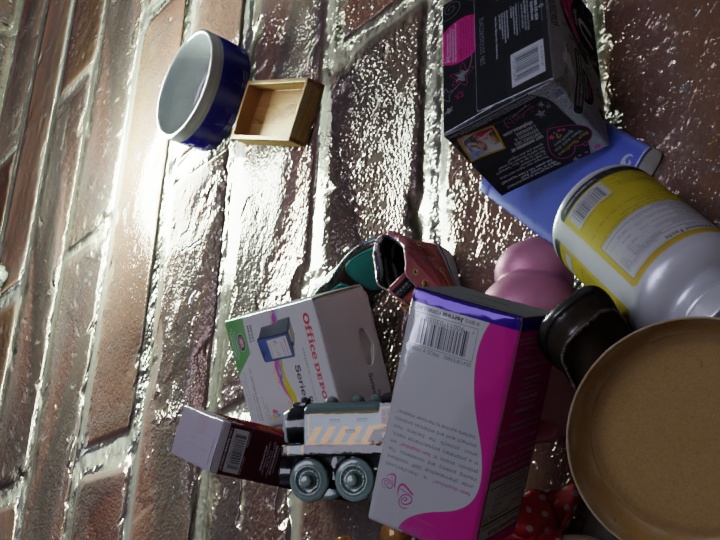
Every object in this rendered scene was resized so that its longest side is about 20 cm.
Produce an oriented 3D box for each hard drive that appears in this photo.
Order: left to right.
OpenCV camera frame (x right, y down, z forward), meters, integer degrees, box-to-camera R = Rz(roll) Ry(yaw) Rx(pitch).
[{"bbox_3d":[0.209,-0.101,1.091,0.133,0.025,0.200,-62,34,13],"label":"hard drive"}]

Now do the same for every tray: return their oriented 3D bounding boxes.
[{"bbox_3d":[-0.132,-0.246,1.648,0.200,0.037,0.099,13,85,56],"label":"tray"}]

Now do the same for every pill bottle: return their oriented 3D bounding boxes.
[{"bbox_3d":[0.257,0.000,0.896,0.112,0.112,0.200,-59,35,18],"label":"pill bottle"}]

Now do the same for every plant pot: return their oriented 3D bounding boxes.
[{"bbox_3d":[0.258,0.129,0.804,0.201,0.199,0.027,-58,-7,20],"label":"plant pot"}]

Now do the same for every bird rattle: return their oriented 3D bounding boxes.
[{"bbox_3d":[0.177,0.288,0.921,0.162,0.113,0.201,5,65,44],"label":"bird rattle"}]

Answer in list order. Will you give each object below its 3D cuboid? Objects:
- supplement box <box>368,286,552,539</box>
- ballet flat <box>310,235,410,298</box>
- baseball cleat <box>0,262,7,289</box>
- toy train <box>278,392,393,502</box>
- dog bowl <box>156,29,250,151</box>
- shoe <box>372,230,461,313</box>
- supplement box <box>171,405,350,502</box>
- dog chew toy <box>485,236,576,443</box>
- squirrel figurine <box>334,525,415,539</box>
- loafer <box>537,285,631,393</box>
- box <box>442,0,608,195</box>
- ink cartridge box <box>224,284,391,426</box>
[{"bbox_3d":[0.089,0.123,0.890,0.101,0.103,0.202,16,97,29],"label":"supplement box"},{"bbox_3d":[0.000,0.000,1.316,0.200,0.074,0.075,-37,46,35],"label":"ballet flat"},{"bbox_3d":[-0.958,0.017,2.687,0.200,0.069,0.107,20,91,58],"label":"baseball cleat"},{"bbox_3d":[0.004,0.191,1.144,0.199,0.085,0.115,-5,79,21],"label":"toy train"},{"bbox_3d":[-0.278,-0.315,1.854,0.200,0.078,0.201,-29,52,45],"label":"dog bowl"},{"bbox_3d":[0.074,0.039,1.160,0.072,0.091,0.201,-49,39,30],"label":"shoe"},{"bbox_3d":[-0.107,0.215,1.237,0.109,0.199,0.061,7,78,56],"label":"supplement box"},{"bbox_3d":[0.163,0.058,1.004,0.124,0.124,0.201,-27,45,46],"label":"dog chew toy"},{"bbox_3d":[0.037,0.344,1.014,0.186,0.141,0.202,-29,68,62],"label":"squirrel figurine"},{"bbox_3d":[0.209,0.085,0.867,0.073,0.200,0.071,-40,45,0],"label":"loafer"},{"bbox_3d":[0.168,-0.203,1.080,0.132,0.115,0.201,-24,46,31],"label":"box"},{"bbox_3d":[-0.067,0.108,1.289,0.199,0.087,0.146,-14,90,49],"label":"ink cartridge box"}]
